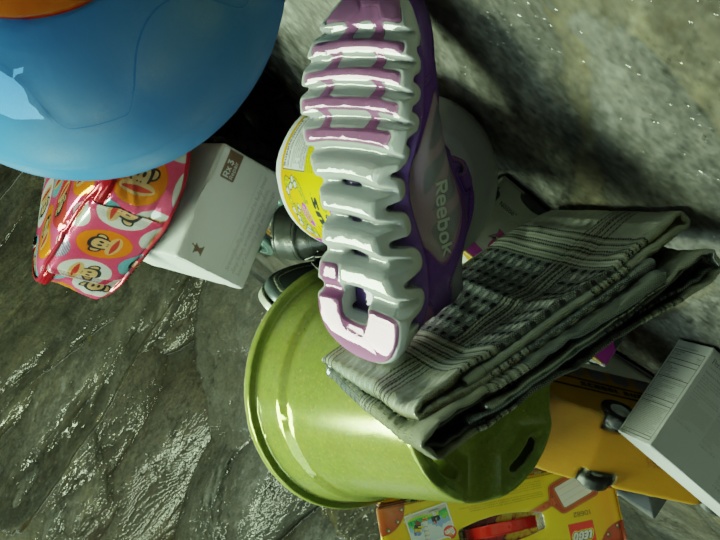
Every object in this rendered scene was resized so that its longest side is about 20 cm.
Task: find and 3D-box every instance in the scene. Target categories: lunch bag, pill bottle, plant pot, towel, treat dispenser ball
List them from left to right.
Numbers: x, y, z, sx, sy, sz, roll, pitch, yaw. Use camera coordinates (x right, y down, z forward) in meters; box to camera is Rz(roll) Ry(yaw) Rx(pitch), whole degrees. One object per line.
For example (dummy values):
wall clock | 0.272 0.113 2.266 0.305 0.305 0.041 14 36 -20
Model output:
treat dispenser ball | -0.134 -0.145 0.566 0.200 0.202 0.201 36 173 5
lunch bag | -0.202 -0.091 0.971 0.081 0.179 0.200 18 144 -26
pill bottle | 0.005 -0.064 0.793 0.104 0.105 0.200 39 173 -20
plant pot | 0.039 0.092 0.886 0.200 0.202 0.183 40 161 -25
towel | 0.079 0.021 0.665 0.035 0.191 0.200 62 168 -15

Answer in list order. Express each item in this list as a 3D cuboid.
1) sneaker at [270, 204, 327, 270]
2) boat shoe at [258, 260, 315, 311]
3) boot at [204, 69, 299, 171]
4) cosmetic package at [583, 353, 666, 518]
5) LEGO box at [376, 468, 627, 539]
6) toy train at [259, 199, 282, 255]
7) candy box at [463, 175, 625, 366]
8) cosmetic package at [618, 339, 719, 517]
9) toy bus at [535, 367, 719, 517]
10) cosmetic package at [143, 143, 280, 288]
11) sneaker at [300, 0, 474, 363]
sneaker | 0.000 -0.039 0.961 0.103 0.061 0.199 2 -162 26
boat shoe | 0.000 0.000 1.010 0.198 0.062 0.073 -7 -136 -40
boot | -0.101 -0.121 1.045 0.168 0.076 0.201 34 167 52
cosmetic package | 0.244 0.152 1.086 0.106 0.091 0.200 33 175 22
LEGO box | 0.115 0.220 1.027 0.149 0.196 0.079 83 175 -81
toy train | -0.124 -0.090 1.363 0.200 0.086 0.113 42 159 -23
candy box | 0.111 0.003 0.878 0.136 0.061 0.200 38 172 -7
cosmetic package | 0.284 0.143 0.850 0.199 0.083 0.051 40 174 -16
toy bus | 0.216 0.129 0.916 0.197 0.066 0.079 13 -155 -13
cosmetic package | -0.150 -0.052 1.024 0.073 0.103 0.199 27 173 -32
sneaker | 0.023 -0.055 0.649 0.080 0.088 0.204 19 118 43
